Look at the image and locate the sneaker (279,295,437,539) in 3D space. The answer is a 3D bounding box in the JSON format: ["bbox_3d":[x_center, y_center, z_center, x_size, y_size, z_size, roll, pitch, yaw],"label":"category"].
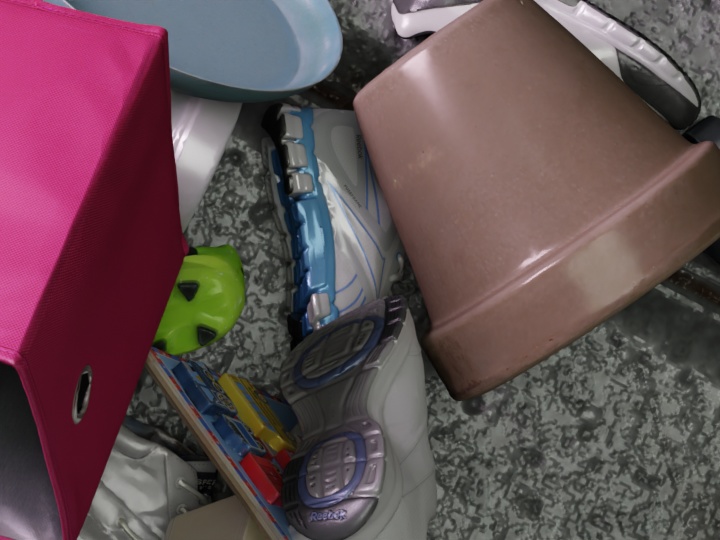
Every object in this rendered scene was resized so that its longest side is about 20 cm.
[{"bbox_3d":[0.004,0.091,1.194,0.074,0.201,0.087,-21,123,21],"label":"sneaker"}]

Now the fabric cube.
[{"bbox_3d":[-0.208,-0.005,1.117,0.198,0.197,0.200,14,56,9],"label":"fabric cube"}]

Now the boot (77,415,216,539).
[{"bbox_3d":[-0.103,0.150,1.274,0.199,0.074,0.096,35,88,-6],"label":"boot"}]

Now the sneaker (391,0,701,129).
[{"bbox_3d":[0.107,-0.131,1.340,0.199,0.074,0.080,29,97,-3],"label":"sneaker"}]

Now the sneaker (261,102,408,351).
[{"bbox_3d":[0.000,0.000,1.305,0.086,0.075,0.202,-6,88,-16],"label":"sneaker"}]

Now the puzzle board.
[{"bbox_3d":[-0.023,0.124,1.213,0.017,0.150,0.200,-46,58,12],"label":"puzzle board"}]

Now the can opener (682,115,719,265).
[{"bbox_3d":[0.249,0.002,1.354,0.078,0.063,0.201,-37,94,-11],"label":"can opener"}]

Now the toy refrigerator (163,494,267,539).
[{"bbox_3d":[-0.016,0.199,1.247,0.200,0.076,0.070,36,50,-29],"label":"toy refrigerator"}]

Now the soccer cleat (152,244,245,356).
[{"bbox_3d":[-0.158,0.028,1.279,0.198,0.081,0.068,-11,108,10],"label":"soccer cleat"}]

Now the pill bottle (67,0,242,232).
[{"bbox_3d":[-0.173,-0.099,1.254,0.199,0.116,0.117,25,83,-9],"label":"pill bottle"}]

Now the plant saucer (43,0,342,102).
[{"bbox_3d":[-0.104,-0.154,1.253,0.199,0.201,0.028,26,122,-8],"label":"plant saucer"}]

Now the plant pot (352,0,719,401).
[{"bbox_3d":[0.086,-0.052,1.252,0.200,0.200,0.175,-36,91,-10],"label":"plant pot"}]
